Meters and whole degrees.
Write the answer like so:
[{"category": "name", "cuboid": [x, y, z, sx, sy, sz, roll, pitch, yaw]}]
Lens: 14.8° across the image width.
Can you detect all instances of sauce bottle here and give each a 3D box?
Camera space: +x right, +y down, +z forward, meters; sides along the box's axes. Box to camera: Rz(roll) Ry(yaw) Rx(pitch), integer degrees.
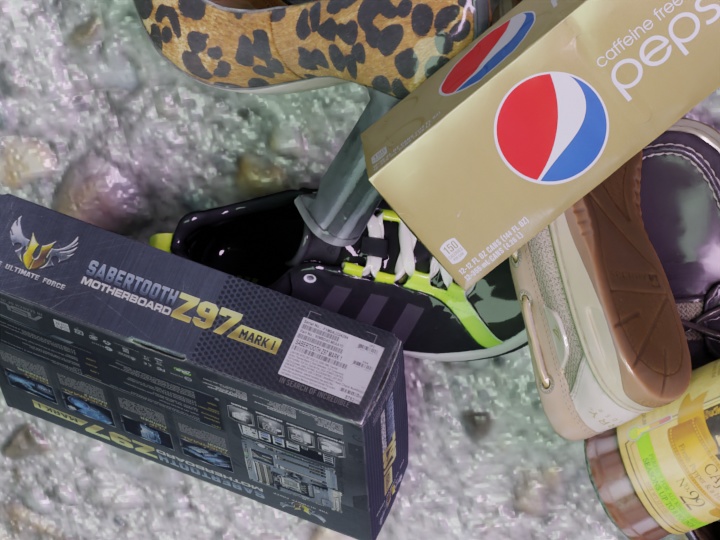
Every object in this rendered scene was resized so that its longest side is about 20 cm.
[{"category": "sauce bottle", "cuboid": [0.189, 0.053, 1.153, 0.199, 0.065, 0.065, -27, 101, 27]}]

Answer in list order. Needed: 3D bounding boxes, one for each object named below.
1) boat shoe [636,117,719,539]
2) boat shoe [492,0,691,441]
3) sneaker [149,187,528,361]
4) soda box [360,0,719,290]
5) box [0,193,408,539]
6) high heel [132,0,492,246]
[{"category": "boat shoe", "cuboid": [0.153, 0.034, 1.230, 0.072, 0.065, 0.201, -3, 111, 21]}, {"category": "boat shoe", "cuboid": [0.083, -0.027, 1.188, 0.065, 0.072, 0.201, -30, 66, 38]}, {"category": "sneaker", "cuboid": [0.000, 0.000, 1.247, 0.199, 0.083, 0.072, -2, 76, 20]}, {"category": "soda box", "cuboid": [0.096, -0.085, 1.098, 0.200, 0.068, 0.064, -40, 106, 10]}, {"category": "box", "cuboid": [-0.077, 0.048, 1.279, 0.199, 0.051, 0.158, 20, 157, 12]}, {"category": "high heel", "cuboid": [-0.023, -0.128, 1.200, 0.200, 0.071, 0.143, 53, 129, 22]}]
